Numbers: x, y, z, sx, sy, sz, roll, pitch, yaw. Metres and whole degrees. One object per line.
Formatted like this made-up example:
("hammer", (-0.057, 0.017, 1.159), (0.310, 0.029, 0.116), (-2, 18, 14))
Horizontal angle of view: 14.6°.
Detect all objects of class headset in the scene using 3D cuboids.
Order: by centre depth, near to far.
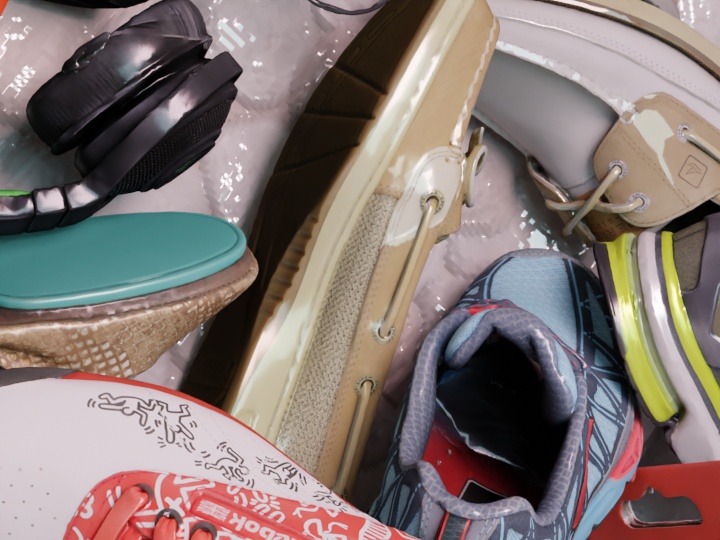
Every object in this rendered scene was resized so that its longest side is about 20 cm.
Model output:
("headset", (-0.074, -0.086, 0.866), (0.200, 0.094, 0.124), (-16, 82, -19))

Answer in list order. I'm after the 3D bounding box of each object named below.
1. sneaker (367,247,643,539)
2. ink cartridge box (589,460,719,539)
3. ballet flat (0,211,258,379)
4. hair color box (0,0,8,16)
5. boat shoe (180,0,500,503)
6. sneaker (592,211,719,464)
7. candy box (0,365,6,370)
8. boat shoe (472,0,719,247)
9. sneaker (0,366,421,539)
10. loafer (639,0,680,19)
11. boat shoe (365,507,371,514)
("sneaker", (0.053, 0.045, 0.881), (0.079, 0.096, 0.200), (15, 37, 4))
("ink cartridge box", (0.112, 0.166, 0.926), (0.050, 0.109, 0.200), (-22, 93, -28))
("ballet flat", (-0.125, 0.026, 0.859), (0.200, 0.071, 0.065), (-8, 113, -25))
("hair color box", (-0.131, -0.131, 0.797), (0.061, 0.101, 0.200), (56, 33, -34))
("boat shoe", (0.000, 0.001, 0.899), (0.063, 0.073, 0.201), (26, 85, -19))
("sneaker", (0.156, 0.059, 0.954), (0.200, 0.081, 0.074), (54, 23, -29))
("candy box", (-0.161, 0.129, 0.789), (0.136, 0.061, 0.200), (-5, 103, -27))
("boat shoe", (0.097, -0.041, 0.965), (0.200, 0.075, 0.069), (22, 71, -22))
("sneaker", (-0.023, 0.089, 0.733), (0.201, 0.108, 0.067), (26, 96, -13))
("loafer", (0.025, -0.134, 0.946), (0.200, 0.072, 0.063), (19, 68, -21))
("boat shoe", (0.008, 0.139, 0.908), (0.200, 0.071, 0.065), (-46, 139, -31))
